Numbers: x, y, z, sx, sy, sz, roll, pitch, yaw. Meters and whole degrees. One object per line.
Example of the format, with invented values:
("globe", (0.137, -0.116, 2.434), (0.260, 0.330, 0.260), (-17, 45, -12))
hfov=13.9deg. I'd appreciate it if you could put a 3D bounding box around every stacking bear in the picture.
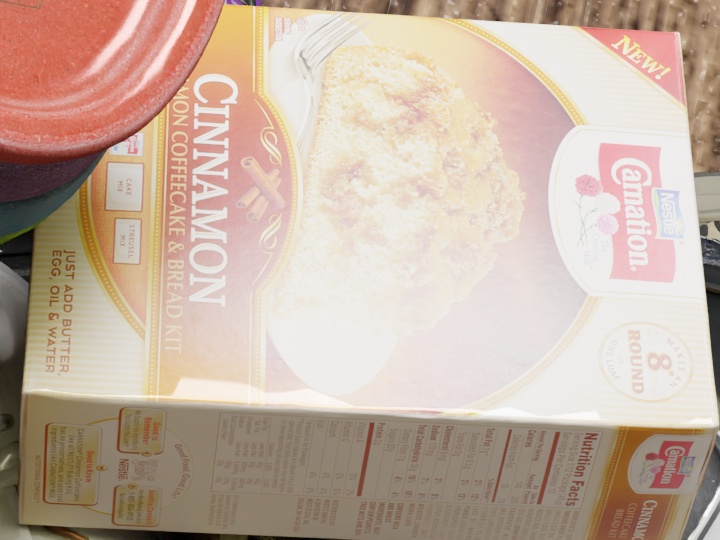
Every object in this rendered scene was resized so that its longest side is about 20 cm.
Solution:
("stacking bear", (-0.131, -0.053, 0.840), (0.121, 0.200, 0.114), (9, 69, -26))

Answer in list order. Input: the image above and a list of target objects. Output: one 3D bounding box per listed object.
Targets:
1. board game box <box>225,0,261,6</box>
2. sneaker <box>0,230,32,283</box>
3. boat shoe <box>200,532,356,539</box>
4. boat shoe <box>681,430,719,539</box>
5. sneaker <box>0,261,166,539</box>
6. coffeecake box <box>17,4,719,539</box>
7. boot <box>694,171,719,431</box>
("board game box", (-0.096, -0.106, 0.990), (0.200, 0.032, 0.120), (36, 23, -42))
("sneaker", (-0.132, -0.044, 0.984), (0.076, 0.088, 0.200), (-9, 64, -25))
("boat shoe", (-0.013, 0.092, 0.923), (0.066, 0.072, 0.201), (-12, 62, 3))
("boat shoe", (0.049, 0.122, 0.926), (0.068, 0.072, 0.200), (44, 76, -31))
("sneaker", (-0.108, 0.064, 0.911), (0.073, 0.085, 0.200), (-38, 81, 8))
("coffeecake box", (0.000, 0.000, 0.901), (0.200, 0.073, 0.154), (3, 52, -6))
("boot", (0.077, 0.053, 1.014), (0.203, 0.073, 0.154), (-12, 68, -24))
